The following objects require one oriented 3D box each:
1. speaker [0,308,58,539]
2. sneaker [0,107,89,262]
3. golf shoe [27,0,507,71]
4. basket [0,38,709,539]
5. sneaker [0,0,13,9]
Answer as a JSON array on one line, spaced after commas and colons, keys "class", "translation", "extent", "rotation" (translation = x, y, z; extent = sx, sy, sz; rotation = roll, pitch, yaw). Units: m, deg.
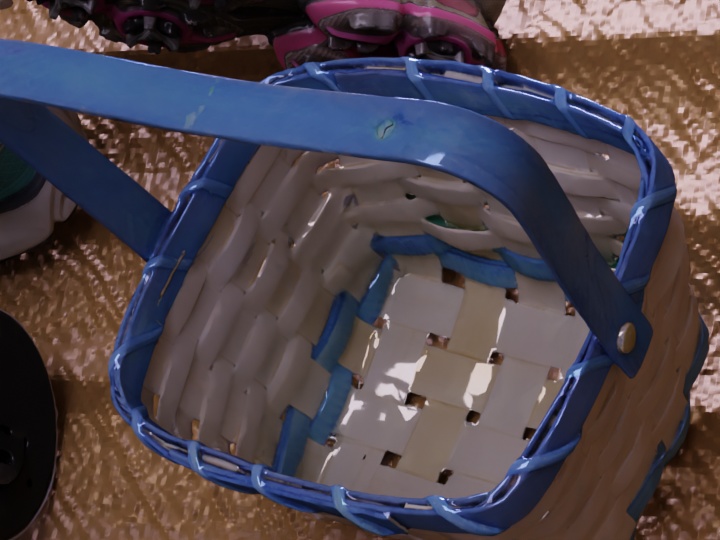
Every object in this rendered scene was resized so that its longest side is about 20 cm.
[{"class": "speaker", "translation": [-0.204, 0.060, 0.897], "extent": [0.199, 0.081, 0.082], "rotation": [-6, 64, 28]}, {"class": "sneaker", "translation": [-0.193, -0.036, 0.932], "extent": [0.199, 0.080, 0.078], "rotation": [-18, 41, 19]}, {"class": "golf shoe", "translation": [-0.042, -0.115, 0.832], "extent": [0.072, 0.199, 0.093], "rotation": [-31, 50, 49]}, {"class": "basket", "translation": [0.000, 0.000, 0.734], "extent": [0.175, 0.200, 0.140], "rotation": [13, 74, 32]}, {"class": "sneaker", "translation": [-0.183, -0.039, 0.842], "extent": [0.093, 0.070, 0.200], "rotation": [40, 108, 20]}]
